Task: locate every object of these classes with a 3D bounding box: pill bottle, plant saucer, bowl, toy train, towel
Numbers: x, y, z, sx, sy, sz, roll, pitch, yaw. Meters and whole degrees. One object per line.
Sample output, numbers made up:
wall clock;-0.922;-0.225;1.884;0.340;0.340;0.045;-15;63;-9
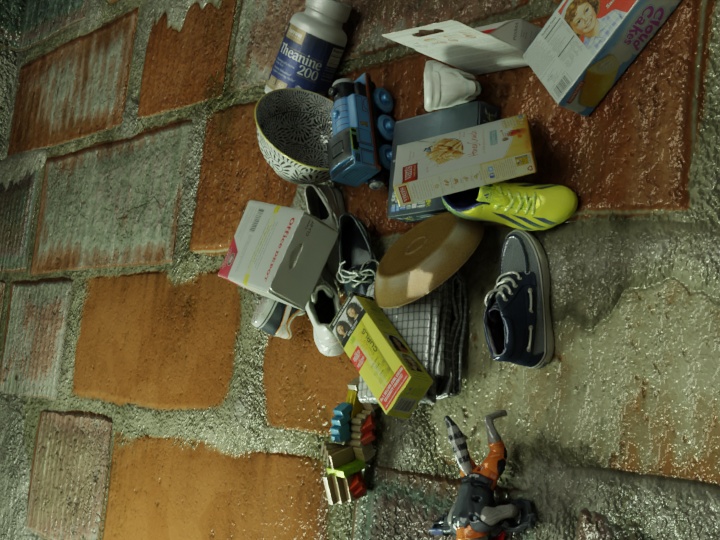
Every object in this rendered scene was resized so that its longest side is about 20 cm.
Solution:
pill bottle;-0.090;-0.395;1.981;0.111;0.110;0.203;40;112;49
plant saucer;0.091;-0.025;1.617;0.199;0.036;0.201;-34;20;14
bowl;-0.100;-0.213;1.897;0.095;0.197;0.203;-62;38;42
toy train;0.000;-0.232;1.820;0.086;0.113;0.204;-27;60;44
towel;0.083;0.105;1.654;0.164;0.085;0.204;-13;69;48

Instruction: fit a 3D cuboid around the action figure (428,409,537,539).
action figure;0.141;0.309;1.511;0.199;0.104;0.197;-29;50;42

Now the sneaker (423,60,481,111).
sneaker;0.140;-0.278;1.667;0.200;0.087;0.077;-81;-12;-74

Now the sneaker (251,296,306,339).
sneaker;-0.118;0.028;1.944;0.078;0.079;0.202;-24;37;64

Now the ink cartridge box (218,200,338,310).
ink cartridge box;-0.141;-0.028;1.844;0.199;0.083;0.147;16;80;57

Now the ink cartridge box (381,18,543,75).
ink cartridge box;0.155;-0.338;1.580;0.160;0.198;0.051;2;80;51

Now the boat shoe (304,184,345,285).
boat shoe;-0.054;-0.066;1.885;0.072;0.065;0.203;-37;53;40

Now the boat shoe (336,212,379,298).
boat shoe;0.000;0.000;1.786;0.074;0.062;0.203;-13;66;12

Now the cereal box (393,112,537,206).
cereal box;0.145;-0.157;1.538;0.196;0.040;0.145;-13;27;11

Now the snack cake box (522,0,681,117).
snack cake box;0.320;-0.325;1.473;0.201;0.066;0.116;-53;42;29

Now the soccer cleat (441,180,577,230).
soccer cleat;0.201;-0.097;1.522;0.197;0.083;0.066;6;80;31

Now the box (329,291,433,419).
box;0.027;0.122;1.609;0.076;0.050;0.201;-56;44;21

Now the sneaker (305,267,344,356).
sneaker;-0.068;0.037;1.840;0.100;0.077;0.202;85;160;-57

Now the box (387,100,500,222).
box;0.125;-0.164;1.692;0.198;0.050;0.161;-4;77;50

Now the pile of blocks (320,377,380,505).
pile of blocks;-0.011;0.270;1.728;0.062;0.081;0.204;-2;78;51

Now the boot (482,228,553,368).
boot;0.209;0.031;1.501;0.072;0.089;0.204;-31;58;43
